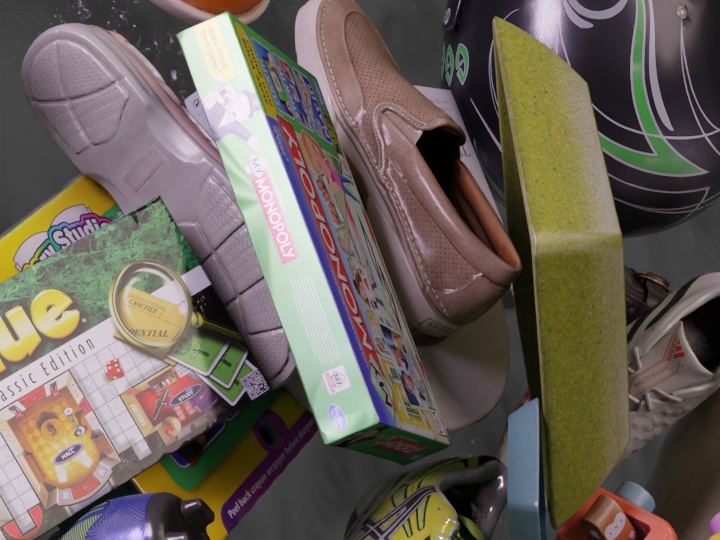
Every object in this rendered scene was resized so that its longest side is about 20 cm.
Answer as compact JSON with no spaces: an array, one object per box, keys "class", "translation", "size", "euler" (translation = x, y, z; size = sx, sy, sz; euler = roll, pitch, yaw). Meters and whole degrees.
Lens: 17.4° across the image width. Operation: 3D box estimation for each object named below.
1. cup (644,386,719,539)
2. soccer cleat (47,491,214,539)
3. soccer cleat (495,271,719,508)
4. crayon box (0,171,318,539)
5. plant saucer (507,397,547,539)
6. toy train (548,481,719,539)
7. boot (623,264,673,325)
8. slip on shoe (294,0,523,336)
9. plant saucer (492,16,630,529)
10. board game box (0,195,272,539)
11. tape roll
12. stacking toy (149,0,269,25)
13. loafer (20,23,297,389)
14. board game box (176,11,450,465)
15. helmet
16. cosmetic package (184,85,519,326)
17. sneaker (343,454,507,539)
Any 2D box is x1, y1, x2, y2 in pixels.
[{"class":"cup","translation":[0.238,0.172,1.372],"size":[0.143,0.200,0.200],"euler":[-43,100,-32]},{"class":"soccer cleat","translation":[-0.078,0.189,1.042],"size":[0.065,0.084,0.201],"euler":[-66,138,-65]},{"class":"soccer cleat","translation":[0.160,0.066,1.357],"size":[0.200,0.085,0.069],"euler":[-36,93,-16]},{"class":"crayon box","translation":[-0.104,0.038,1.135],"size":[0.173,0.058,0.200],"euler":[52,33,-6]},{"class":"plant saucer","translation":[0.089,0.154,1.221],"size":[0.200,0.019,0.070],"euler":[81,10,-47]},{"class":"toy train","translation":[0.197,0.107,1.258],"size":[0.200,0.150,0.056],"euler":[-45,142,-20]},{"class":"boot","translation":[0.196,0.027,1.506],"size":[0.174,0.069,0.200],"euler":[30,3,-3]},{"class":"slip on shoe","translation":[0.026,-0.065,1.222],"size":[0.076,0.061,0.200],"euler":[13,51,-49]},{"class":"plant saucer","translation":[0.108,-0.003,1.235],"size":[0.200,0.048,0.200],"euler":[-95,178,-51]},{"class":"board game box","translation":[-0.142,0.057,1.019],"size":[0.200,0.023,0.105],"euler":[-32,90,-29]},{"class":"tape roll","translation":[0.000,0.000,1.221],"size":[0.203,0.037,0.203],"euler":[36,36,-32]},{"class":"stacking toy","translation":[-0.048,-0.239,1.307],"size":[0.146,0.200,0.146],"euler":[32,41,-33]},{"class":"loafer","translation":[-0.081,-0.036,1.117],"size":[0.200,0.072,0.063],"euler":[54,26,3]},{"class":"board game box","translation":[-0.019,-0.011,1.090],"size":[0.135,0.029,0.200],"euler":[29,39,-73]},{"class":"helmet","translation":[0.151,-0.113,1.467],"size":[0.200,0.200,0.191],"euler":[-28,110,-57]},{"class":"cosmetic package","translation":[0.004,-0.035,1.343],"size":[0.200,0.052,0.151],"euler":[1,65,-52]},{"class":"sneaker","translation":[0.020,0.153,1.182],"size":[0.075,0.076,0.200],"euler":[48,34,-14]}]
